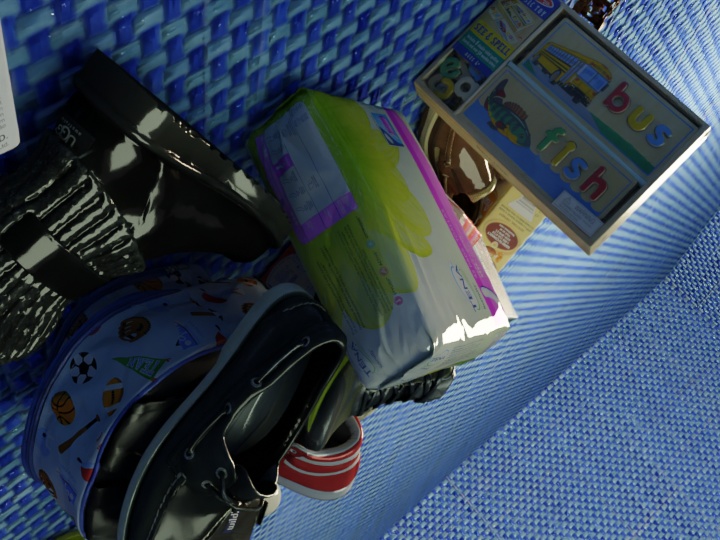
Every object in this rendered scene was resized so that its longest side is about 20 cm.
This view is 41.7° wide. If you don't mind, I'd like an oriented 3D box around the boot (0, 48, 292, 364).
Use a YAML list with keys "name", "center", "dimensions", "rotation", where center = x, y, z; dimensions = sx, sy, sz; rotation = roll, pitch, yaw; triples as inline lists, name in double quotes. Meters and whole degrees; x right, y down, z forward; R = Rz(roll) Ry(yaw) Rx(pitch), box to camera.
- name: "boot"
  center: [-0.138, -0.014, 0.537]
  dimensions: [0.159, 0.079, 0.211]
  rotation: [-52, 151, -1]

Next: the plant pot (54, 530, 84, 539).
- name: "plant pot"
  center: [-0.297, 0.392, 0.926]
  dimensions: [0.192, 0.202, 0.199]
  rotation: [-39, 165, 25]

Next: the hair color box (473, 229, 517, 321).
- name: "hair color box"
  center: [0.041, 0.044, 0.921]
  dimensions: [0.198, 0.102, 0.060]
  rotation: [-29, 166, 19]

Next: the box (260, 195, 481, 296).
- name: "box"
  center: [0.000, 0.000, 0.835]
  dimensions: [0.200, 0.103, 0.095]
  rotation: [-48, 162, 5]

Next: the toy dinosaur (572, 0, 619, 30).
- name: "toy dinosaur"
  center: [0.174, -0.190, 0.849]
  dimensions: [0.136, 0.100, 0.203]
  rotation: [-78, -177, -64]

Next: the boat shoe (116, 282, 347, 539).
- name: "boat shoe"
  center: [-0.072, 0.108, 0.567]
  dimensions: [0.201, 0.066, 0.074]
  rotation: [-55, 142, -7]

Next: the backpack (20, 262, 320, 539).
- name: "backpack"
  center: [-0.136, 0.090, 0.653]
  dimensions: [0.190, 0.152, 0.203]
  rotation: [-15, 130, -61]

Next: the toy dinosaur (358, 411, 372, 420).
- name: "toy dinosaur"
  center: [-0.072, 0.143, 0.893]
  dimensions: [0.196, 0.048, 0.089]
  rotation: [7, 128, -21]

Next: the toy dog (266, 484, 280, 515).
- name: "toy dog"
  center: [-0.180, 0.251, 0.981]
  dimensions: [0.199, 0.095, 0.134]
  rotation: [33, 68, -50]

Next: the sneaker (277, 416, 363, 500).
- name: "sneaker"
  center: [-0.090, 0.126, 0.782]
  dimensions: [0.113, 0.196, 0.072]
  rotation: [109, -5, -55]

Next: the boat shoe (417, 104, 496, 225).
- name: "boat shoe"
  center: [0.099, -0.102, 0.869]
  dimensions: [0.074, 0.075, 0.203]
  rotation: [-39, 160, -16]

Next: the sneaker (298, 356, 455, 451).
- name: "sneaker"
  center: [0.028, 0.075, 0.738]
  dimensions: [0.199, 0.081, 0.074]
  rotation: [-41, 165, -34]

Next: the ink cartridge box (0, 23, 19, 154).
- name: "ink cartridge box"
  center: [-0.184, -0.098, 0.274]
  dimensions: [0.136, 0.076, 0.201]
  rotation: [-34, 160, -30]

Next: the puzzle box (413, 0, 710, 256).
- name: "puzzle box"
  center: [0.154, -0.127, 0.741]
  dimensions: [0.133, 0.200, 0.025]
  rotation: [-44, 161, -3]

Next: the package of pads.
- name: "package of pads"
  center: [0.016, -0.024, 0.660]
  dimensions: [0.068, 0.203, 0.154]
  rotation: [-33, 167, 26]

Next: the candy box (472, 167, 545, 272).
- name: "candy box"
  center: [0.132, -0.051, 0.998]
  dimensions: [0.201, 0.055, 0.116]
  rotation: [-51, -164, 19]
